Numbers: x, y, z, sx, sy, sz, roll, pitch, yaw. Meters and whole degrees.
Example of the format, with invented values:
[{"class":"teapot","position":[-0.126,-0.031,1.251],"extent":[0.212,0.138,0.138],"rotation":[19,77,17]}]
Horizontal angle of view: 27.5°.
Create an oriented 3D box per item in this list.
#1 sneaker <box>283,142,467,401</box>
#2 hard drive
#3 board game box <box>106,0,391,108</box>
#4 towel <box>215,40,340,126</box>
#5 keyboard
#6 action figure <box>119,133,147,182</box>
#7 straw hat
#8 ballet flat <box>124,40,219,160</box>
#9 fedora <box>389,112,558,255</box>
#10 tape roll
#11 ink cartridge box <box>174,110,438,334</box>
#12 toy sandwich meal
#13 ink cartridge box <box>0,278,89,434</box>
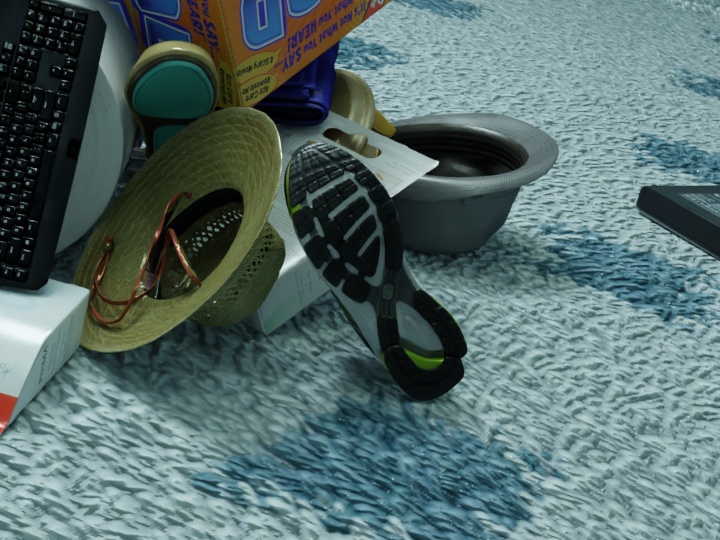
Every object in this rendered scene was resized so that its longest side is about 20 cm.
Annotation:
[{"class":"sneaker","position":[0.000,0.000,1.039],"extent":[0.074,0.201,0.081],"rotation":[-32,18,-13]},{"class":"hard drive","position":[0.415,-0.054,1.586],"extent":[0.199,0.033,0.139],"rotation":[-3,27,-36]},{"class":"board game box","position":[-0.122,-0.278,1.176],"extent":[0.199,0.201,0.200],"rotation":[18,45,34]},{"class":"towel","position":[-0.090,-0.197,1.265],"extent":[0.146,0.050,0.201],"rotation":[3,38,3]},{"class":"keyboard","position":[-0.234,-0.093,0.960],"extent":[0.103,0.202,0.040],"rotation":[11,-17,-7]},{"class":"action figure","position":[-0.225,-0.108,1.288],"extent":[0.129,0.070,0.200],"rotation":[17,24,-11]},{"class":"straw hat","position":[-0.104,-0.009,1.024],"extent":[0.085,0.201,0.201],"rotation":[40,3,-36]},{"class":"ballet flat","position":[-0.138,-0.131,1.082],"extent":[0.068,0.064,0.200],"rotation":[2,-22,-8]},{"class":"fedora","position":[0.080,-0.074,1.348],"extent":[0.199,0.091,0.176],"rotation":[-15,31,-34]},{"class":"tape roll","position":[-0.266,-0.120,1.100],"extent":[0.201,0.204,0.139],"rotation":[11,21,-6]},{"class":"ink cartridge box","position":[-0.059,-0.049,1.160],"extent":[0.199,0.050,0.160],"rotation":[-34,46,-32]},{"class":"toy sandwich meal","position":[-0.054,-0.093,1.278],"extent":[0.070,0.205,0.205],"rotation":[51,-5,-38]},{"class":"ink cartridge box","position":[-0.274,0.042,0.902],"extent":[0.159,0.048,0.200],"rotation":[16,19,4]}]
